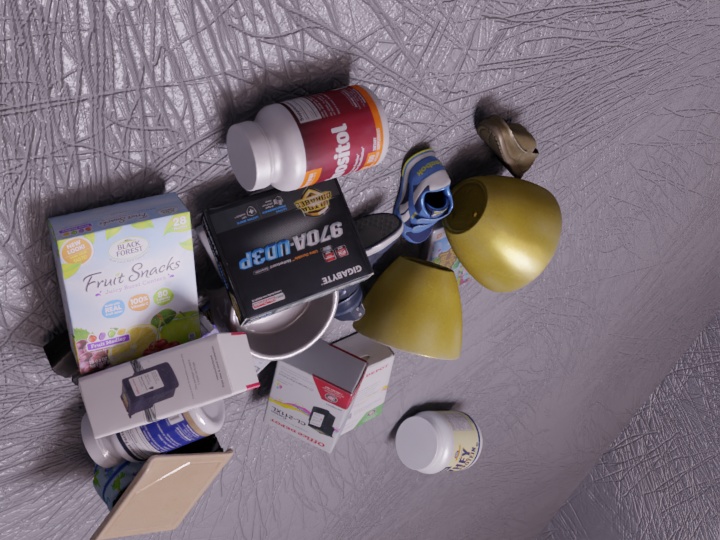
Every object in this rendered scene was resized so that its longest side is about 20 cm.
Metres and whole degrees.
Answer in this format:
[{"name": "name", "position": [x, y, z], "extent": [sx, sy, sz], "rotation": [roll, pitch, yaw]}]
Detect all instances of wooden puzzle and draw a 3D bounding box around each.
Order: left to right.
[{"name": "wooden puzzle", "position": [-0.315, 0.351, 1.377], "extent": [0.186, 0.037, 0.199], "rotation": [-52, 152, 18]}]

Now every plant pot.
[{"name": "plant pot", "position": [0.098, 0.056, 1.535], "extent": [0.199, 0.199, 0.144], "rotation": [7, 101, -49]}, {"name": "plant pot", "position": [0.221, -0.081, 1.474], "extent": [0.141, 0.201, 0.201], "rotation": [26, 112, -38]}]

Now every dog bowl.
[{"name": "dog bowl", "position": [-0.120, 0.043, 1.277], "extent": [0.198, 0.059, 0.203], "rotation": [-16, 125, -24]}]

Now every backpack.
[{"name": "backpack", "position": [-0.347, 0.323, 1.449], "extent": [0.201, 0.153, 0.164], "rotation": [-50, 157, -20]}]

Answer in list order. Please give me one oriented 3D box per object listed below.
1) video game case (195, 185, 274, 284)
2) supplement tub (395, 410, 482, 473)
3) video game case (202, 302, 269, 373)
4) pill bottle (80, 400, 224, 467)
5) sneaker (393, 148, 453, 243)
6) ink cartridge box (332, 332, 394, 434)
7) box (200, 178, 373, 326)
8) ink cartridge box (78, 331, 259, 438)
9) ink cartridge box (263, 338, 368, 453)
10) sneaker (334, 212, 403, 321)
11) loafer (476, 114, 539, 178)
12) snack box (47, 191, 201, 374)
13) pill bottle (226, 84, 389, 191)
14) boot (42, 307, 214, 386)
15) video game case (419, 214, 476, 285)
[{"name": "video game case", "position": [-0.121, -0.041, 1.281], "extent": [0.199, 0.024, 0.183], "rotation": [-33, 129, -12]}, {"name": "supplement tub", "position": [0.189, 0.413, 2.093], "extent": [0.199, 0.145, 0.146], "rotation": [10, 123, -51]}, {"name": "video game case", "position": [-0.191, 0.098, 1.404], "extent": [0.200, 0.046, 0.181], "rotation": [-44, 147, 6]}, {"name": "pill bottle", "position": [-0.317, 0.223, 1.324], "extent": [0.198, 0.117, 0.116], "rotation": [-22, 150, 12]}, {"name": "sneaker", "position": [0.106, -0.104, 1.434], "extent": [0.073, 0.082, 0.201], "rotation": [-28, 148, -20]}, {"name": "ink cartridge box", "position": [-0.023, 0.224, 1.697], "extent": [0.144, 0.088, 0.201], "rotation": [-22, 145, -27]}, {"name": "box", "position": [-0.101, -0.033, 1.192], "extent": [0.198, 0.161, 0.046], "rotation": [-19, 172, -22]}, {"name": "ink cartridge box", "position": [-0.253, 0.151, 1.168], "extent": [0.197, 0.086, 0.145], "rotation": [-18, 174, 6]}, {"name": "ink cartridge box", "position": [-0.083, 0.218, 1.543], "extent": [0.201, 0.144, 0.083], "rotation": [108, 8, -47]}, {"name": "sneaker", "position": [-0.001, -0.001, 1.439], "extent": [0.201, 0.077, 0.147], "rotation": [-31, 137, 3]}, {"name": "loafer", "position": [0.252, -0.219, 1.458], "extent": [0.067, 0.076, 0.200], "rotation": [-44, 158, 7]}, {"name": "snack box", "position": [-0.299, 0.016, 1.117], "extent": [0.167, 0.068, 0.203], "rotation": [-16, 124, -24]}, {"name": "pill bottle", "position": [-0.069, -0.170, 1.141], "extent": [0.198, 0.113, 0.114], "rotation": [-20, 143, -28]}, {"name": "boot", "position": [-0.326, 0.097, 1.239], "extent": [0.200, 0.066, 0.165], "rotation": [-42, 136, -7]}, {"name": "video game case", "position": [0.187, -0.036, 1.657], "extent": [0.180, 0.022, 0.202], "rotation": [-22, 144, -27]}]
